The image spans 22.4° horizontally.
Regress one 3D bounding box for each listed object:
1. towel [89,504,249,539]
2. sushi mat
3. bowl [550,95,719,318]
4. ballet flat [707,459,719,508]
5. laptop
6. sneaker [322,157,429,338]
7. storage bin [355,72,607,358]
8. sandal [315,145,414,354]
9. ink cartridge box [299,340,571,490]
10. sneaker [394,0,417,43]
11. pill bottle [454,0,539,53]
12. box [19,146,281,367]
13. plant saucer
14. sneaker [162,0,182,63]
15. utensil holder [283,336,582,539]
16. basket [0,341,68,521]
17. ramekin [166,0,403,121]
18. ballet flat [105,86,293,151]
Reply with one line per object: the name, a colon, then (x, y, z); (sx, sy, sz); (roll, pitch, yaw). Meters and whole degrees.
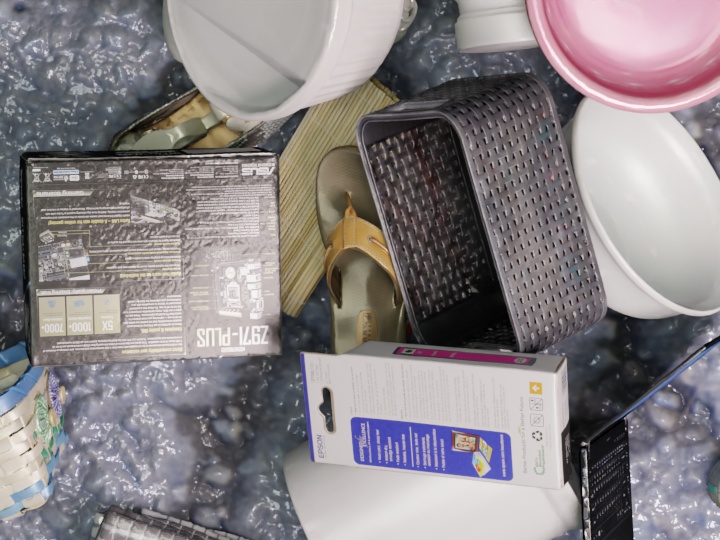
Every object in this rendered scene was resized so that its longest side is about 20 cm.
towel: (-0.149, 0.298, 1.521); (0.200, 0.086, 0.166); (16, 93, 4)
sushi mat: (-0.034, -0.069, 1.495); (0.096, 0.012, 0.200); (42, 110, 29)
bowl: (0.206, -0.041, 1.449); (0.090, 0.201, 0.201); (-30, 90, 38)
ballet flat: (0.385, 0.173, 1.485); (0.200, 0.064, 0.068); (-6, 92, 4)
laptop: (0.238, 0.152, 1.430); (0.103, 0.177, 0.200); (-3, 92, 19)
sneaker: (0.001, 0.000, 1.516); (0.082, 0.077, 0.200); (13, 92, 30)
storage bin: (0.091, -0.039, 1.378); (0.094, 0.135, 0.200); (-26, 106, -31)
sandal: (0.000, 0.000, 1.440); (0.080, 0.054, 0.200); (-2, 89, 17)
ink cartridge box: (0.055, 0.104, 1.346); (0.200, 0.037, 0.095); (3, 113, 20)
sneaker: (0.020, -0.233, 1.465); (0.081, 0.075, 0.200); (41, 133, -7)
pill bottle: (0.114, -0.280, 1.462); (0.116, 0.116, 0.200); (-6, 92, 5)
box: (-0.166, -0.013, 1.446); (0.200, 0.086, 0.164); (-3, 97, -13)
plant saucer: (0.222, -0.223, 1.397); (0.200, 0.051, 0.201); (-1, 105, -4)
sneaker: (-0.127, -0.269, 1.492); (0.076, 0.080, 0.200); (14, 91, 16)
utensil holder: (0.060, 0.169, 1.459); (0.200, 0.170, 0.170); (-28, 90, 6)
basket: (-0.324, 0.097, 1.486); (0.139, 0.176, 0.200); (-28, 108, 8)
ramekin: (-0.054, -0.217, 1.405); (0.202, 0.094, 0.203); (8, 102, 45)
ballet flat: (-0.128, -0.122, 1.510); (0.200, 0.072, 0.072); (-30, 90, 5)
